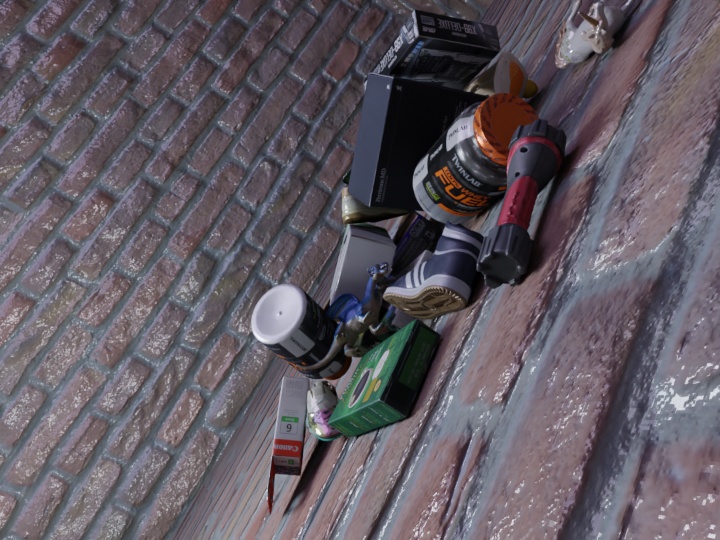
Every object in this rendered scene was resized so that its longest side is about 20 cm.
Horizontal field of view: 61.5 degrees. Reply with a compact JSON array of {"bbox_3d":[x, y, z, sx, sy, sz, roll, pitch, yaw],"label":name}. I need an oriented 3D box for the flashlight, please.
[{"bbox_3d":[0.179,-0.079,0.666,0.067,0.068,0.202,-9,43,39],"label":"flashlight"}]

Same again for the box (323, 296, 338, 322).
[{"bbox_3d":[-0.003,0.037,1.275,0.165,0.021,0.200,-58,-18,10],"label":"box"}]

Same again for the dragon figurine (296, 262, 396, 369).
[{"bbox_3d":[-0.014,0.076,0.934,0.200,0.059,0.100,-43,30,12],"label":"dragon figurine"}]

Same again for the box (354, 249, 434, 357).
[{"bbox_3d":[0.057,0.063,1.022,0.145,0.036,0.200,-62,7,-27],"label":"box"}]

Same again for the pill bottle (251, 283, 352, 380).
[{"bbox_3d":[-0.086,0.114,1.008,0.105,0.200,0.108,-15,53,21],"label":"pill bottle"}]

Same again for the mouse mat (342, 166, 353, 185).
[{"bbox_3d":[0.079,-0.191,1.133,0.161,0.198,0.008,-41,55,29],"label":"mouse mat"}]

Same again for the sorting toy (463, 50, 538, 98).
[{"bbox_3d":[0.211,-0.242,1.053,0.200,0.106,0.182,-16,53,70],"label":"sorting toy"}]

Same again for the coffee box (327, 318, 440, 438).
[{"bbox_3d":[0.028,0.150,0.810,0.124,0.044,0.200,-61,8,-30],"label":"coffee box"}]

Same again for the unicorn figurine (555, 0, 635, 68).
[{"bbox_3d":[0.319,-0.336,0.821,0.200,0.073,0.139,82,-151,-79],"label":"unicorn figurine"}]

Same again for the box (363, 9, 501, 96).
[{"bbox_3d":[0.114,-0.344,1.023,0.200,0.155,0.051,146,121,-60],"label":"box"}]

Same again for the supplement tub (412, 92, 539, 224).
[{"bbox_3d":[0.163,-0.155,0.861,0.123,0.122,0.200,-60,6,-24],"label":"supplement tub"}]

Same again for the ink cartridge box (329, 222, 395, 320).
[{"bbox_3d":[0.000,0.000,1.068,0.200,0.082,0.149,-103,27,-79],"label":"ink cartridge box"}]

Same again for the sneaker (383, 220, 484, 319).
[{"bbox_3d":[0.102,0.000,0.819,0.110,0.070,0.200,-65,15,-16],"label":"sneaker"}]

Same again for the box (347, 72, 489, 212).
[{"bbox_3d":[0.092,-0.205,0.998,0.104,0.180,0.203,-139,57,-59],"label":"box"}]

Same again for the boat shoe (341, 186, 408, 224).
[{"bbox_3d":[0.030,-0.127,1.119,0.073,0.067,0.199,-13,-1,28],"label":"boat shoe"}]

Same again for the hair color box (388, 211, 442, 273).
[{"bbox_3d":[0.094,-0.058,1.181,0.110,0.064,0.200,-56,9,7],"label":"hair color box"}]

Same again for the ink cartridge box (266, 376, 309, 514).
[{"bbox_3d":[-0.118,0.292,1.011,0.110,0.049,0.203,99,176,-57],"label":"ink cartridge box"}]

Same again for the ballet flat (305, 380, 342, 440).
[{"bbox_3d":[-0.061,0.219,0.992,0.068,0.072,0.200,-13,1,-5],"label":"ballet flat"}]
